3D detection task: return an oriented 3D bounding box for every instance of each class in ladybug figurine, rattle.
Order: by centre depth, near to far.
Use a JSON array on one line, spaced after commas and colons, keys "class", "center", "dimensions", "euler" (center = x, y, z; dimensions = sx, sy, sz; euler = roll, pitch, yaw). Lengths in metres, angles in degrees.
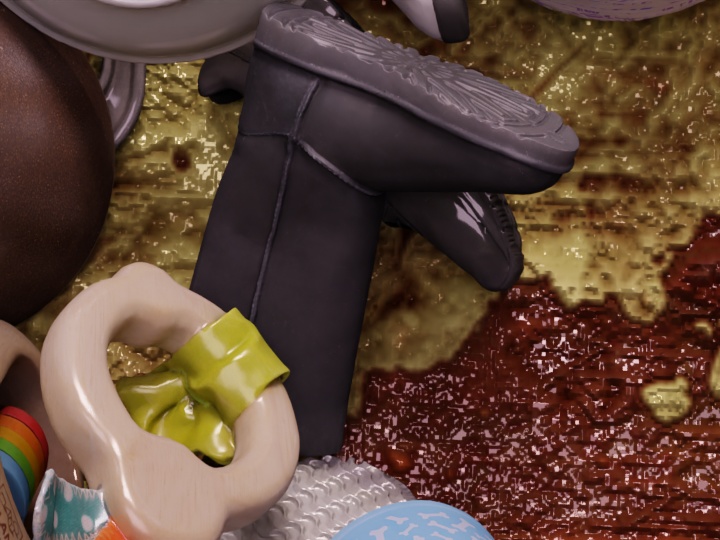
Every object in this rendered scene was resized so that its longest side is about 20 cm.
[{"class": "rattle", "center": [-0.114, 0.099, 0.754], "dimensions": [0.142, 0.201, 0.130], "euler": [-27, 120, 27]}, {"class": "ladybug figurine", "center": [-0.177, 0.096, 0.789], "dimensions": [0.071, 0.200, 0.137], "euler": [-17, 101, 4]}]

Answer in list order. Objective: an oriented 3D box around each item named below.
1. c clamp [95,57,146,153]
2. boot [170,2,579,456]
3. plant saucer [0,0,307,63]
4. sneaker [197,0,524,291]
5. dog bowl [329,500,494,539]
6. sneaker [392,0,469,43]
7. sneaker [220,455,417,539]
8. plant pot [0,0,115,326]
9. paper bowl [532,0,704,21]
[{"class": "c clamp", "center": [-0.203, -0.136, 0.908], "dimensions": [0.198, 0.027, 0.173], "euler": [9, 82, 5]}, {"class": "boot", "center": [-0.001, 0.000, 0.811], "dimensions": [0.164, 0.065, 0.202], "euler": [26, 112, 23]}, {"class": "plant saucer", "center": [-0.098, -0.174, 0.776], "dimensions": [0.198, 0.050, 0.202], "euler": [1, 124, 1]}, {"class": "sneaker", "center": [0.000, -0.056, 0.871], "dimensions": [0.091, 0.076, 0.200], "euler": [-44, 74, 5]}, {"class": "dog bowl", "center": [0.048, 0.203, 0.794], "dimensions": [0.111, 0.050, 0.201], "euler": [-30, 104, -15]}, {"class": "sneaker", "center": [-0.019, -0.175, 0.862], "dimensions": [0.107, 0.067, 0.203], "euler": [-17, 57, -1]}, {"class": "sneaker", "center": [-0.058, 0.165, 0.834], "dimensions": [0.199, 0.100, 0.070], "euler": [-25, 46, -28]}, {"class": "plant pot", "center": [-0.223, -0.058, 0.797], "dimensions": [0.185, 0.200, 0.189], "euler": [0, 89, 5]}, {"class": "paper bowl", "center": [0.126, -0.223, 0.866], "dimensions": [0.198, 0.104, 0.203], "euler": [0, 81, 2]}]
